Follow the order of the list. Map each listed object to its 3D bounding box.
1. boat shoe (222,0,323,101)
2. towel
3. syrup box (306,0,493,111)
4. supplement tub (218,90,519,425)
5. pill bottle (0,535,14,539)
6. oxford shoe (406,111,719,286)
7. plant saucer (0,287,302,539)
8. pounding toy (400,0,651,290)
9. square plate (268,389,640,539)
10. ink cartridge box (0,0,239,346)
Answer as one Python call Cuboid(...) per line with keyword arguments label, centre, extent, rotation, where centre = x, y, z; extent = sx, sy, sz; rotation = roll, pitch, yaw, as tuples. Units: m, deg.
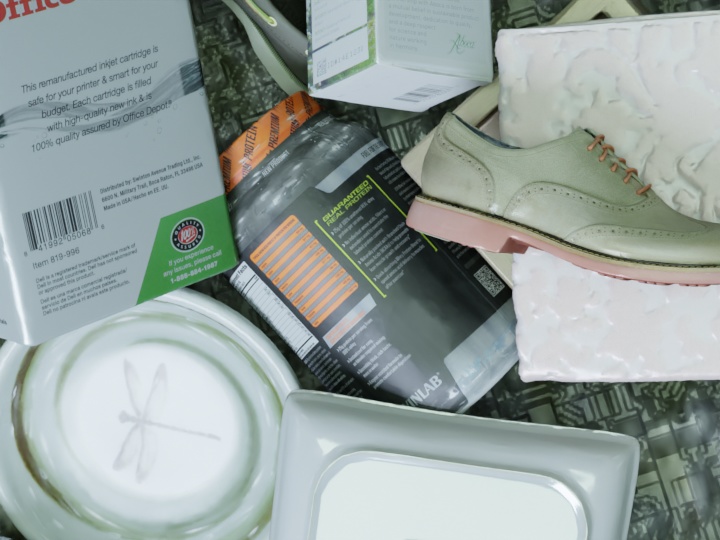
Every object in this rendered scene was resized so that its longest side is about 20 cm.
Cuboid(label="boat shoe", centre=(-0.056, -0.180, 1.248), extent=(0.202, 0.060, 0.072), rotation=(49, 52, -30))
Cuboid(label="towel", centre=(0.173, -0.039, 1.173), extent=(0.191, 0.032, 0.200), rotation=(-2, 94, 12))
Cuboid(label="syrup box", centre=(0.020, -0.198, 1.220), extent=(0.081, 0.079, 0.200), rotation=(5, 78, -30))
Cuboid(label="supplement tub", centre=(0.000, 0.000, 1.259), extent=(0.123, 0.123, 0.200), rotation=(-42, 88, 1))
Cuboid(label="pill bottle", centre=(-0.246, 0.202, 1.271), extent=(0.200, 0.112, 0.112), rotation=(18, 90, 3))
Cuboid(label="oxford shoe", centre=(0.125, -0.036, 1.133), extent=(0.200, 0.071, 0.074), rotation=(12, 94, 11))
Cuboid(label="plant saucer", centre=(-0.122, 0.093, 1.282), extent=(0.200, 0.050, 0.200), rotation=(3, 110, 8))
Cuboid(label="pounding toy", centre=(0.167, -0.065, 1.261), extent=(0.200, 0.142, 0.184), rotation=(-42, 87, 12))
Cuboid(label="square plate", centre=(0.043, 0.176, 1.185), extent=(0.198, 0.028, 0.200), rotation=(8, 90, 3))
Cuboid(label="ink cartridge box", centre=(-0.160, -0.079, 1.175), extent=(0.147, 0.083, 0.200), rotation=(-21, 111, -35))
